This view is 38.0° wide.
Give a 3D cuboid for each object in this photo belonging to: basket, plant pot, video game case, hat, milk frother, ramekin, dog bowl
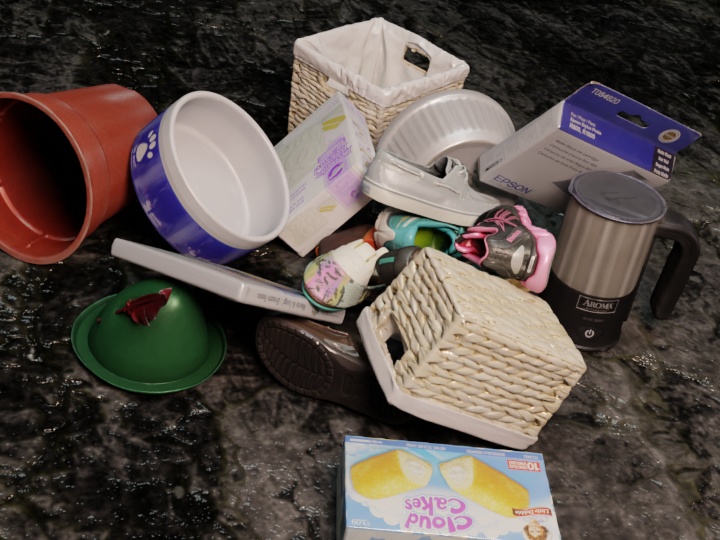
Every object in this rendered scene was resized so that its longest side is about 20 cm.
[{"bbox_3d":[0.117,0.080,1.082,0.198,0.124,0.136,23,26,-32],"label":"basket"},{"bbox_3d":[-0.348,-0.136,1.275,0.199,0.203,0.195,23,28,17],"label":"plant pot"},{"bbox_3d":[-0.142,0.013,1.138,0.198,0.024,0.181,17,0,35],"label":"video game case"},{"bbox_3d":[0.020,-0.256,1.560,0.197,0.162,0.199,34,40,30],"label":"basket"},{"bbox_3d":[-0.211,0.015,1.094,0.199,0.178,0.165,34,41,29],"label":"hat"},{"bbox_3d":[0.301,-0.036,1.303,0.178,0.190,0.201,-2,36,-20],"label":"milk frother"},{"bbox_3d":[0.123,-0.128,1.377,0.199,0.204,0.095,-1,38,-17],"label":"ramekin"},{"bbox_3d":[-0.180,-0.111,1.273,0.199,0.078,0.202,36,40,-37],"label":"dog bowl"}]

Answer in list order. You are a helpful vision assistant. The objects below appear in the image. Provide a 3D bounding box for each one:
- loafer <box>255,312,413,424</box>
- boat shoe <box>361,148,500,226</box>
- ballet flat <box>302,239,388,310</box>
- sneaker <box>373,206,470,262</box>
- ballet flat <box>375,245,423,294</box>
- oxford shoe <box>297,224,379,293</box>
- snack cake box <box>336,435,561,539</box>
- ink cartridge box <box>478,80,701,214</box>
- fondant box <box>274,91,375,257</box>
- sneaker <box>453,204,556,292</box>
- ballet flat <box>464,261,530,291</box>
[{"bbox_3d":[-0.022,0.102,1.131,0.198,0.074,0.071,26,27,12],"label":"loafer"},{"bbox_3d":[0.098,-0.104,1.277,0.198,0.072,0.070,11,18,-26],"label":"boat shoe"},{"bbox_3d":[0.000,0.000,1.170,0.069,0.071,0.200,52,18,14],"label":"ballet flat"},{"bbox_3d":[0.109,-0.032,1.311,0.198,0.079,0.079,2,11,-36],"label":"sneaker"},{"bbox_3d":[0.077,0.033,1.179,0.068,0.200,0.069,1,57,33],"label":"ballet flat"},{"bbox_3d":[-0.030,-0.003,1.283,0.072,0.072,0.200,8,24,28],"label":"oxford shoe"},{"bbox_3d":[0.077,0.226,0.974,0.197,0.068,0.116,6,34,-6],"label":"snack cake box"},{"bbox_3d":[0.280,-0.136,1.277,0.198,0.199,0.041,17,59,-29],"label":"ink cartridge box"},{"bbox_3d":[-0.052,-0.131,1.379,0.058,0.144,0.201,40,21,-32],"label":"fondant box"},{"bbox_3d":[0.147,-0.034,1.176,0.094,0.080,0.200,7,10,-11],"label":"sneaker"},{"bbox_3d":[0.130,0.024,1.277,0.197,0.063,0.069,-13,48,0],"label":"ballet flat"}]
